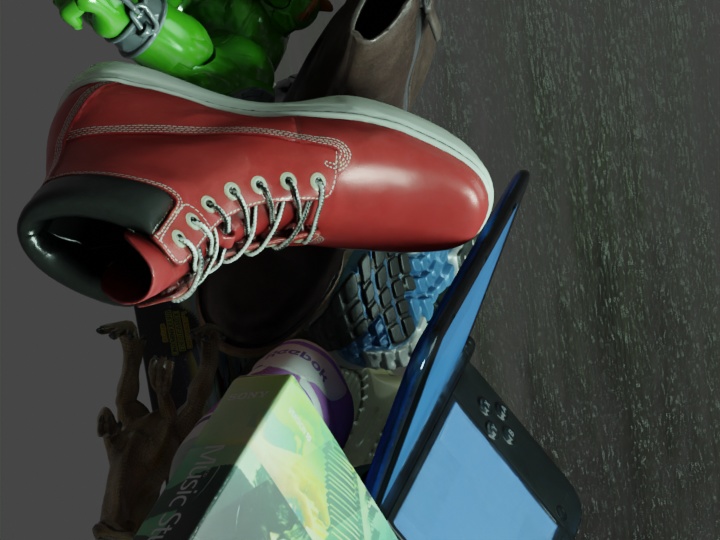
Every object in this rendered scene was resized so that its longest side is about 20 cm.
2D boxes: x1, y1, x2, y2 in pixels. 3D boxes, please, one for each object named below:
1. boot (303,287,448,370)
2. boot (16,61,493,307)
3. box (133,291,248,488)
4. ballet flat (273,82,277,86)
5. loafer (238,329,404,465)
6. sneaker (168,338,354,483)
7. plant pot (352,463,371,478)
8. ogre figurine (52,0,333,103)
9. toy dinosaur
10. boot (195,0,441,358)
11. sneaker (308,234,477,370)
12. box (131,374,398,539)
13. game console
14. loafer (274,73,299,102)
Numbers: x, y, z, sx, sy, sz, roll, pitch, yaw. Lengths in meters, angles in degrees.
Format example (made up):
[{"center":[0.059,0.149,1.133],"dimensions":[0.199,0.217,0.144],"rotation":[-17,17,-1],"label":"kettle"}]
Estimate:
[{"center":[-0.020,0.006,1.242],"dimensions":[0.200,0.076,0.169],"rotation":[-46,-153,33],"label":"boot"},{"center":[-0.040,-0.019,0.814],"dimensions":[0.145,0.199,0.073],"rotation":[-88,-171,-59],"label":"boot"},{"center":[-0.094,0.003,1.035],"dimensions":[0.137,0.040,0.201],"rotation":[-76,159,-74],"label":"box"},{"center":[-0.074,-0.072,1.181],"dimensions":[0.068,0.072,0.201],"rotation":[29,54,-84],"label":"ballet flat"},{"center":[-0.029,0.073,1.090],"dimensions":[0.076,0.067,0.200],"rotation":[-63,158,-2],"label":"loafer"},{"center":[-0.043,0.122,0.874],"dimensions":[0.114,0.072,0.201],"rotation":[-56,165,-53],"label":"sneaker"},{"center":[-0.006,0.202,1.037],"dimensions":[0.201,0.160,0.202],"rotation":[-7,90,-89],"label":"plant pot"},{"center":[-0.084,-0.142,0.957],"dimensions":[0.120,0.098,0.200],"rotation":[43,6,-19],"label":"ogre figurine"},{"center":[-0.096,0.076,0.908],"dimensions":[0.200,0.058,0.102],"rotation":[-41,137,-72],"label":"toy dinosaur"},{"center":[-0.019,-0.069,0.924],"dimensions":[0.201,0.072,0.167],"rotation":[-62,176,-27],"label":"boot"},{"center":[0.000,0.000,1.069],"dimensions":[0.200,0.086,0.075],"rotation":[-48,132,-60],"label":"sneaker"},{"center":[-0.046,0.158,0.722],"dimensions":[0.145,0.036,0.200],"rotation":[59,42,-30],"label":"box"},{"center":[0.067,0.080,0.893],"dimensions":[0.171,0.118,0.200],"rotation":[50,31,-9],"label":"game console"},{"center":[-0.037,-0.066,1.110],"dimensions":[0.071,0.068,0.201],"rotation":[-64,174,20],"label":"loafer"}]
